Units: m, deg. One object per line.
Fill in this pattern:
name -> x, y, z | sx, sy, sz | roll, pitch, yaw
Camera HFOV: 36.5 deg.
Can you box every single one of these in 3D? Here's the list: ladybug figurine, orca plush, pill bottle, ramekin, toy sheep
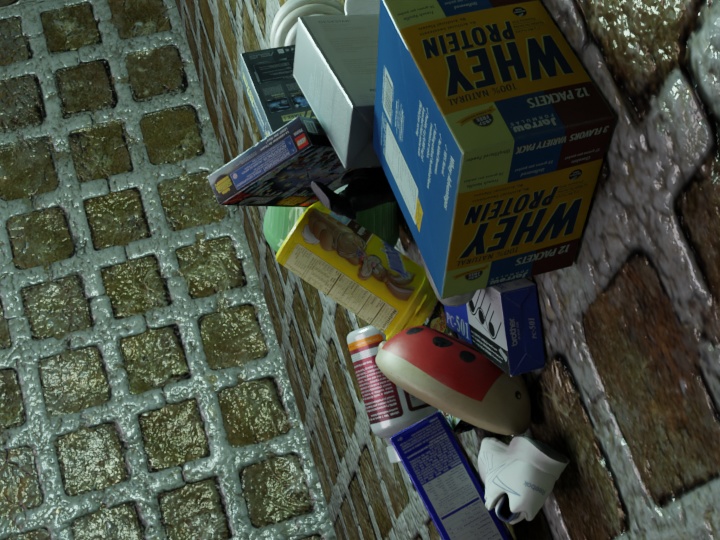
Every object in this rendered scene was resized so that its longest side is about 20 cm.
ladybug figurine -> 0.108, 0.119, 1.240 | 0.072, 0.199, 0.136 | -68, -21, 5
orca plush -> 0.016, -0.118, 1.197 | 0.105, 0.199, 0.072 | 18, 115, 37
pill bottle -> 0.057, 0.176, 1.612 | 0.113, 0.112, 0.202 | 135, 121, -76
ramekin -> -0.039, -0.098, 1.556 | 0.201, 0.198, 0.098 | -118, 25, -48
toy sheep -> -0.070, -0.334, 1.571 | 0.201, 0.137, 0.139 | -111, 13, -51

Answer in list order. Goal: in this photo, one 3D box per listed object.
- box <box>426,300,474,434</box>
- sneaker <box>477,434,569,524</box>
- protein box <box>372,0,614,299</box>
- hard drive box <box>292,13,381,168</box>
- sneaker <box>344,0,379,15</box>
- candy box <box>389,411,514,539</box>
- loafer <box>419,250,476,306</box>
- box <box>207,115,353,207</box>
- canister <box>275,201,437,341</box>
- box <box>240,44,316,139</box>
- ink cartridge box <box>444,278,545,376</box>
box -> 0.125, 0.124, 1.415 | 0.200, 0.037, 0.138 | 105, 148, -67
sneaker -> 0.163, 0.235, 1.212 | 0.088, 0.074, 0.200 | -63, -1, -15
protein box -> 0.106, -0.122, 0.980 | 0.199, 0.134, 0.201 | 92, 160, -53
hard drive box -> 0.029, -0.200, 1.181 | 0.201, 0.155, 0.077 | -116, 27, -46
sneaker -> 0.013, -0.343, 1.353 | 0.089, 0.075, 0.202 | 72, -175, -69
candy box -> 0.118, 0.279, 1.354 | 0.201, 0.077, 0.169 | 62, -179, 8
loafer -> 0.099, -0.027, 1.213 | 0.201, 0.069, 0.070 | -87, 3, -49
box -> -0.066, -0.121, 1.263 | 0.200, 0.136, 0.040 | -5, -111, -62
canister -> 0.000, 0.000, 1.402 | 0.087, 0.199, 0.149 | -56, 1, 18
box -> -0.038, -0.223, 1.375 | 0.051, 0.198, 0.158 | 95, 157, -49
ink cartridge box -> 0.142, 0.040, 1.223 | 0.200, 0.044, 0.095 | -140, 39, -71
